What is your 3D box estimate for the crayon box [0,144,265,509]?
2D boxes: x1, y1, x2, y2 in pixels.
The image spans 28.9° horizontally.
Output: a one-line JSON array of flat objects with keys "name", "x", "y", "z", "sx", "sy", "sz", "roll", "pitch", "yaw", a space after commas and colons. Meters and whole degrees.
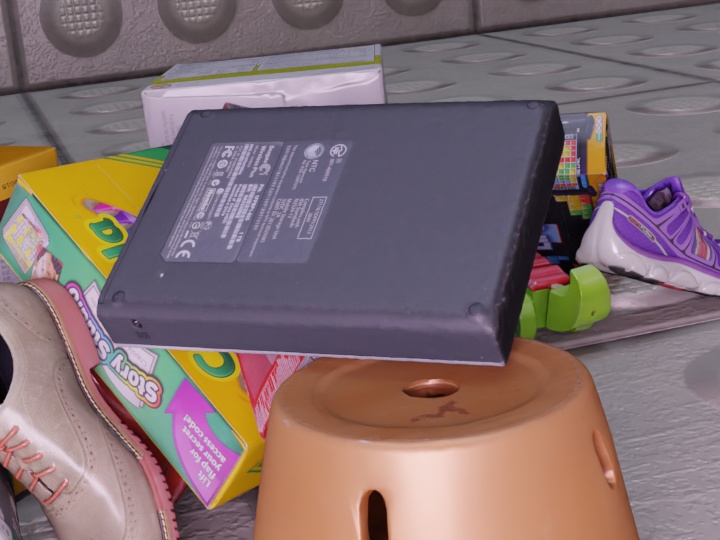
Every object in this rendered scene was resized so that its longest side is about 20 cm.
[{"name": "crayon box", "x": -0.080, "y": 0.017, "z": 0.792, "sx": 0.200, "sy": 0.059, "sz": 0.172, "roll": 46, "pitch": 33, "yaw": 18}]

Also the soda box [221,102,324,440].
[{"name": "soda box", "x": -0.034, "y": 0.000, "z": 0.740, "sx": 0.069, "sy": 0.064, "sz": 0.201, "roll": 11, "pitch": 38, "yaw": -29}]

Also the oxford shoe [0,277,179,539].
[{"name": "oxford shoe", "x": -0.155, "y": 0.094, "z": 0.692, "sx": 0.070, "sy": 0.201, "sz": 0.074, "roll": -44, "pitch": -25, "yaw": 27}]

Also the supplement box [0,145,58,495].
[{"name": "supplement box", "x": -0.293, "y": 0.033, "z": 0.889, "sx": 0.195, "sy": 0.203, "sz": 0.133, "roll": 3, "pitch": 18, "yaw": 29}]

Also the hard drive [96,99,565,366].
[{"name": "hard drive", "x": -0.012, "y": -0.023, "z": 0.663, "sx": 0.198, "sy": 0.033, "sz": 0.141, "roll": 1, "pitch": 50, "yaw": 24}]

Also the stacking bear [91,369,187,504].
[{"name": "stacking bear", "x": -0.107, "y": 0.063, "z": 0.858, "sx": 0.121, "sy": 0.114, "sz": 0.200, "roll": 40, "pitch": 36, "yaw": 9}]

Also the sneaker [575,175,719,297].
[{"name": "sneaker", "x": 0.247, "y": -0.027, "z": 1.085, "sx": 0.080, "sy": 0.085, "sz": 0.199, "roll": 14, "pitch": 2, "yaw": 41}]

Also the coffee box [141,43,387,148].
[{"name": "coffee box", "x": -0.067, "y": -0.081, "z": 1.227, "sx": 0.197, "sy": 0.202, "sz": 0.198, "roll": -6, "pitch": 14, "yaw": 2}]

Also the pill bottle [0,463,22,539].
[{"name": "pill bottle", "x": -0.226, "y": 0.129, "z": 0.690, "sx": 0.112, "sy": 0.115, "sz": 0.200, "roll": -9, "pitch": 17, "yaw": -15}]

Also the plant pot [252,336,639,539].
[{"name": "plant pot", "x": 0.036, "y": 0.114, "z": 0.605, "sx": 0.197, "sy": 0.142, "sz": 0.200, "roll": -5, "pitch": 14, "yaw": 1}]

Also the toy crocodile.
[{"name": "toy crocodile", "x": 0.127, "y": 0.011, "z": 1.090, "sx": 0.067, "sy": 0.063, "sz": 0.200, "roll": -10, "pitch": 16, "yaw": -17}]

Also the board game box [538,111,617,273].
[{"name": "board game box", "x": 0.129, "y": -0.057, "z": 1.146, "sx": 0.163, "sy": 0.057, "sz": 0.200, "roll": -3, "pitch": -23, "yaw": 15}]
